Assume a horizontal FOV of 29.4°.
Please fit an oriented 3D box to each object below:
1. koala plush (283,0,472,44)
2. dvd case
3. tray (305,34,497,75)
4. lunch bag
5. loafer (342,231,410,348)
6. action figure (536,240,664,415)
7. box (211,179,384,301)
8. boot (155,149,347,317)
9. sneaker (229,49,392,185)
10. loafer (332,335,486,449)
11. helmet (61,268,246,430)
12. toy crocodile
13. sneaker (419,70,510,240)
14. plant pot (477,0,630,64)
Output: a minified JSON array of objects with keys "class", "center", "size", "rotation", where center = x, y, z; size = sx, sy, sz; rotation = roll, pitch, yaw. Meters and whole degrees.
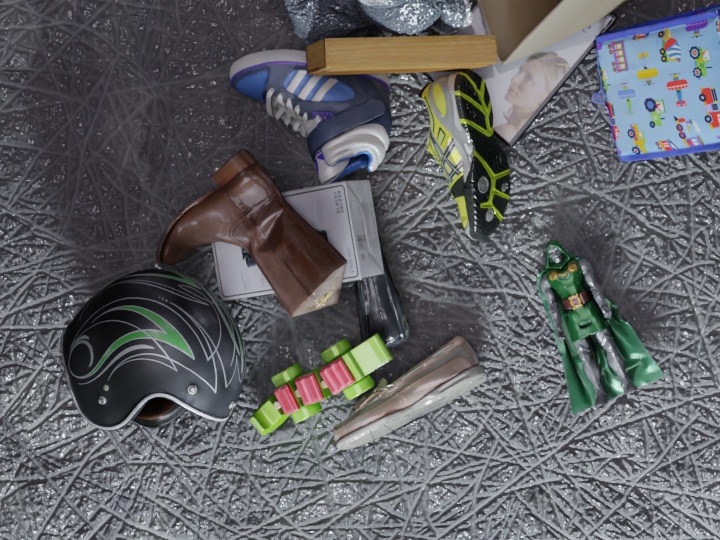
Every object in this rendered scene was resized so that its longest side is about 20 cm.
[{"class":"koala plush","center":[0.022,-0.322,1.543],"size":[0.199,0.177,0.185],"rotation":[29,103,40]},{"class":"dvd case","center":[0.190,-0.268,1.636],"size":[0.142,0.018,0.200],"rotation":[40,95,3]},{"class":"tray","center":[0.045,-0.244,1.560],"size":[0.198,0.099,0.037],"rotation":[-3,94,-15]},{"class":"lunch bag","center":[0.350,-0.209,1.563],"size":[0.199,0.094,0.152],"rotation":[-7,103,40]},{"class":"loafer","center":[0.000,0.000,1.637],"size":[0.070,0.068,0.202],"rotation":[-19,94,-3]},{"class":"action figure","center":[0.264,0.058,1.626],"size":[0.117,0.055,0.201],"rotation":[-25,86,8]},{"class":"box","center":[-0.079,-0.035,1.611],"size":[0.198,0.060,0.118],"rotation":[-10,91,29]},{"class":"boot","center":[-0.124,-0.007,1.575],"size":[0.200,0.064,0.187],"rotation":[49,117,10]},{"class":"sneaker","center":[-0.062,-0.174,1.611],"size":[0.198,0.081,0.148],"rotation":[5,67,0]},{"class":"loafer","center":[0.052,0.147,1.645],"size":[0.199,0.072,0.063],"rotation":[-26,73,-1]},{"class":"helmet","center":[-0.232,0.097,1.604],"size":[0.189,0.200,0.201],"rotation":[-24,90,12]},{"class":"toy crocodile","center":[-0.049,0.135,1.637],"size":[0.199,0.062,0.068],"rotation":[-28,90,25]},{"class":"sneaker","center":[0.123,-0.136,1.630],"size":[0.076,0.075,0.202],"rotation":[1,104,44]},{"class":"plant pot","center":[0.236,-0.374,1.533],"size":[0.176,0.200,0.202],"rotation":[-16,81,-19]}]
